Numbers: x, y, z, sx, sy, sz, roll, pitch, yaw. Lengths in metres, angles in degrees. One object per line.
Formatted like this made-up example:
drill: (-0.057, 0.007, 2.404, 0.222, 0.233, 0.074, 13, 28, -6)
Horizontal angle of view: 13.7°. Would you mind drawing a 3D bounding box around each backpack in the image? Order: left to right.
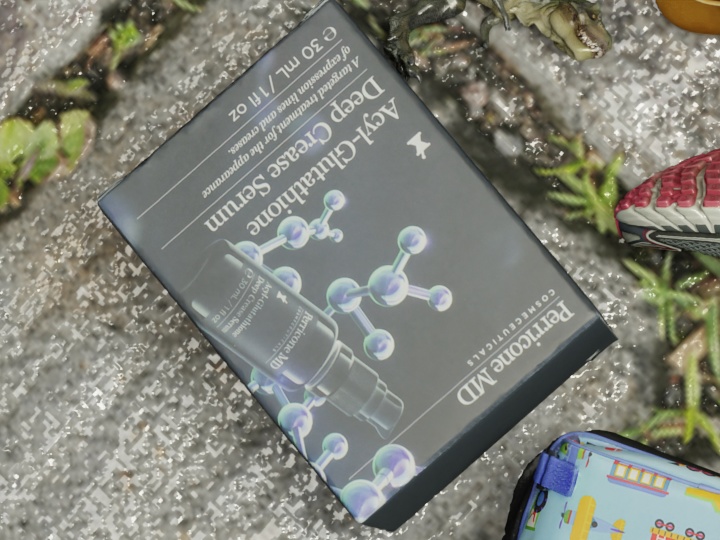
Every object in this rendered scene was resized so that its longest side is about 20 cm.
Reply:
backpack: (0.133, 0.188, 1.356, 0.182, 0.135, 0.201, 21, 90, 12)

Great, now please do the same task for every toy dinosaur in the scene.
toy dinosaur: (0.031, -0.151, 1.456, 0.088, 0.047, 0.200, -43, 78, -12)

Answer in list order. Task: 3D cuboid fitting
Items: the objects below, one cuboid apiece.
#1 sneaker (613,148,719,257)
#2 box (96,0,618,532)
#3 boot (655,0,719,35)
sneaker: (0.211, -0.010, 1.388, 0.199, 0.081, 0.075, 8, 115, 26)
box: (0.000, 0.000, 1.412, 0.148, 0.107, 0.200, -41, 80, 2)
boot: (0.177, -0.141, 1.344, 0.200, 0.144, 0.071, -13, 94, 43)
